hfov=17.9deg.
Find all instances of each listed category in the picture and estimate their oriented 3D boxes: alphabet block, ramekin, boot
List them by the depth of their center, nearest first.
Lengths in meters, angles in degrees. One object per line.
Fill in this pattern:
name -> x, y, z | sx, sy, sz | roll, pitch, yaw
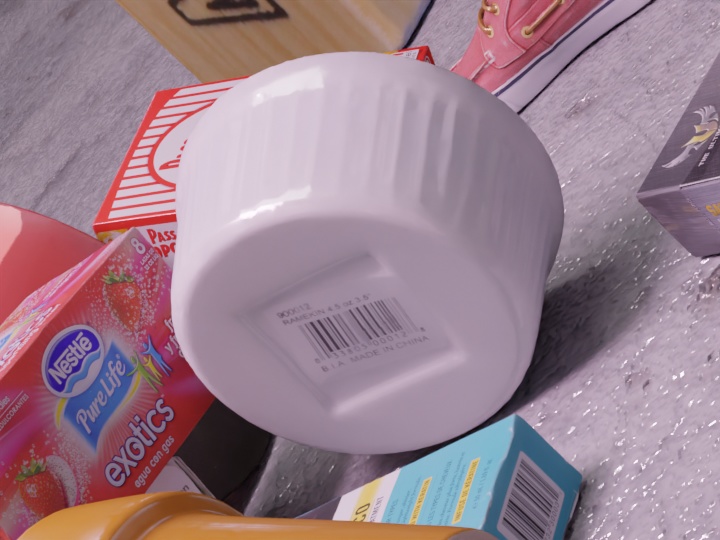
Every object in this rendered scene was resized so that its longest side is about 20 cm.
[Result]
ramekin -> 0.000, 0.000, 1.137 | 0.200, 0.200, 0.098 | -32, 32, 33
boot -> -0.095, 0.093, 1.352 | 0.076, 0.073, 0.200 | -55, 8, 38
alphabet block -> -0.060, -0.260, 1.710 | 0.196, 0.200, 0.196 | -25, 29, 46

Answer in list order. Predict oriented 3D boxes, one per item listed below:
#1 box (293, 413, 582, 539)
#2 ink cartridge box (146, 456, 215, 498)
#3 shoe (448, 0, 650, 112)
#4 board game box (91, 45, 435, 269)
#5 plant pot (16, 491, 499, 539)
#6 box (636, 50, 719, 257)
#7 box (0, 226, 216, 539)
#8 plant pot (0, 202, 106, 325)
box -> 0.008, 0.141, 1.061 | 0.199, 0.049, 0.083 | -29, 27, 39
ink cartridge box -> -0.158, 0.182, 1.220 | 0.147, 0.083, 0.200 | -46, 14, -26
shoe -> 0.095, -0.165, 1.387 | 0.200, 0.091, 0.072 | -38, 22, 23
board game box -> -0.056, -0.069, 1.464 | 0.199, 0.047, 0.152 | -8, 36, 20
plant pot -> -0.025, 0.177, 0.893 | 0.182, 0.201, 0.201 | -14, 35, 29
box -> 0.234, -0.104, 1.067 | 0.158, 0.048, 0.201 | -11, 40, 57
box -> -0.158, 0.083, 1.149 | 0.102, 0.095, 0.200 | -30, 16, 40
plant pot -> -0.222, 0.080, 1.455 | 0.200, 0.200, 0.178 | -13, 49, 56
